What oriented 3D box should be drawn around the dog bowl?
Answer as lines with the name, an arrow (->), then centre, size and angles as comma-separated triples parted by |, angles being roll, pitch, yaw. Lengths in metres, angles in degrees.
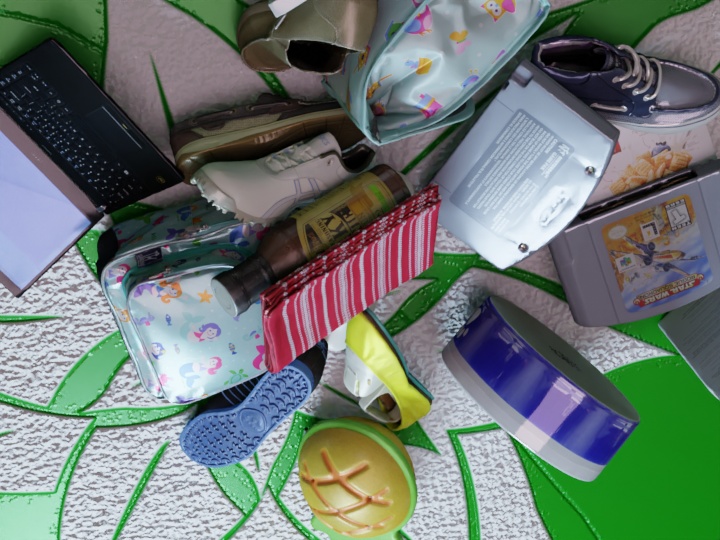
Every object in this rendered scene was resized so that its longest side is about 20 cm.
dog bowl -> 0.182, 0.116, 1.413 | 0.200, 0.200, 0.079 | 35, 101, -22

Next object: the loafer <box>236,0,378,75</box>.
loafer -> -0.053, -0.205, 1.240 | 0.076, 0.200, 0.068 | 10, 77, -28

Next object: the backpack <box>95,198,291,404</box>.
backpack -> -0.139, 0.021, 1.348 | 0.199, 0.151, 0.178 | -21, 121, -8

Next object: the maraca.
maraca -> -0.004, 0.235, 1.484 | 0.137, 0.107, 0.201 | 17, 131, 22

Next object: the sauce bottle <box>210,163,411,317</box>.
sauce bottle -> -0.043, -0.024, 1.265 | 0.200, 0.065, 0.065 | -34, 117, -22

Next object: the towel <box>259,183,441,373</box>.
towel -> -0.008, 0.012, 1.276 | 0.200, 0.023, 0.145 | -33, 157, -18

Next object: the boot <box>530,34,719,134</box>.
boot -> 0.255, -0.179, 1.332 | 0.199, 0.090, 0.073 | 1, 76, 1

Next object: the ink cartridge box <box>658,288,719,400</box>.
ink cartridge box -> 0.414, 0.039, 1.421 | 0.043, 0.200, 0.196 | 40, 102, -23

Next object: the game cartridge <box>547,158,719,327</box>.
game cartridge -> 0.297, -0.021, 1.420 | 0.199, 0.042, 0.134 | -22, 110, 3

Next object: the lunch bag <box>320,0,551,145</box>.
lunch bag -> 0.050, -0.215, 1.260 | 0.122, 0.170, 0.200 | 32, 104, -30

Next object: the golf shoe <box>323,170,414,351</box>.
golf shoe -> 0.000, 0.000, 1.390 | 0.075, 0.092, 0.201 | 14, 112, -17

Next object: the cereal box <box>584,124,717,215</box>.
cereal box -> 0.298, -0.082, 1.435 | 0.143, 0.040, 0.200 | -25, 115, 1

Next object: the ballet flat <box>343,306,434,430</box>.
ballet flat -> 0.020, 0.109, 1.417 | 0.067, 0.067, 0.200 | -41, 144, -5

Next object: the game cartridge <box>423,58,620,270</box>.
game cartridge -> 0.155, -0.094, 1.346 | 0.133, 0.040, 0.200 | 40, 131, 2

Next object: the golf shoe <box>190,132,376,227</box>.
golf shoe -> -0.067, -0.093, 1.292 | 0.200, 0.078, 0.097 | 1, 127, -49

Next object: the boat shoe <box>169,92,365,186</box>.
boat shoe -> -0.084, -0.138, 1.326 | 0.200, 0.066, 0.072 | -16, 154, -15

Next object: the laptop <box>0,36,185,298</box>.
laptop -> -0.298, -0.089, 1.286 | 0.200, 0.103, 0.177 | -17, 125, 43

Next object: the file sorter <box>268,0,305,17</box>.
file sorter -> -0.042, -0.322, 1.178 | 0.138, 0.200, 0.125 | -29, 111, 10

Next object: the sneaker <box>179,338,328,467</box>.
sneaker -> -0.105, 0.133, 1.440 | 0.200, 0.078, 0.070 | -35, 102, 34
